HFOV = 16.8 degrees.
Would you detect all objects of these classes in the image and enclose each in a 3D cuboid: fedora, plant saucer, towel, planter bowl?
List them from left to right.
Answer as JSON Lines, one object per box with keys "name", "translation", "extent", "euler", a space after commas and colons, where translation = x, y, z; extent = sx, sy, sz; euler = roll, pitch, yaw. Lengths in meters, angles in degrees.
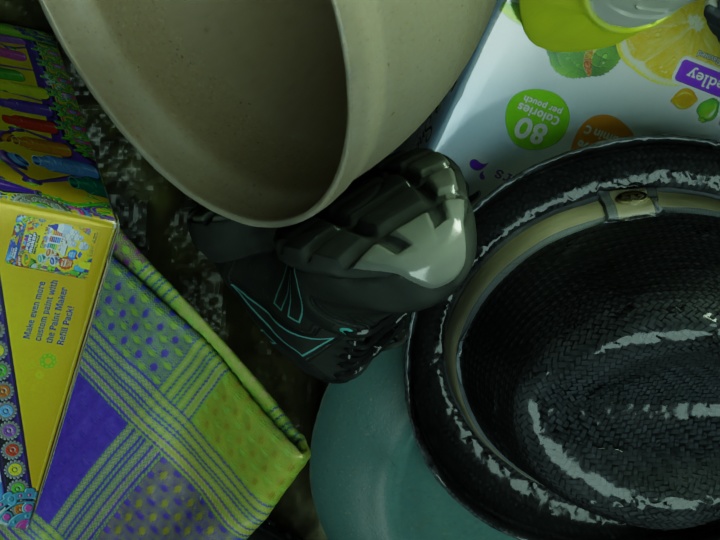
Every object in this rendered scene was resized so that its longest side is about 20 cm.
{"name": "towel", "translation": [-0.124, 0.094, 0.988], "extent": [0.144, 0.023, 0.200], "euler": [47, 111, 11]}
{"name": "planter bowl", "translation": [-0.021, -0.134, 0.892], "extent": [0.135, 0.200, 0.201], "euler": [-31, 121, -30]}
{"name": "plant saucer", "translation": [0.079, 0.082, 1.033], "extent": [0.199, 0.036, 0.201], "euler": [-5, 118, -10]}
{"name": "fedora", "translation": [0.120, 0.045, 0.944], "extent": [0.200, 0.092, 0.201], "euler": [-3, 109, -7]}

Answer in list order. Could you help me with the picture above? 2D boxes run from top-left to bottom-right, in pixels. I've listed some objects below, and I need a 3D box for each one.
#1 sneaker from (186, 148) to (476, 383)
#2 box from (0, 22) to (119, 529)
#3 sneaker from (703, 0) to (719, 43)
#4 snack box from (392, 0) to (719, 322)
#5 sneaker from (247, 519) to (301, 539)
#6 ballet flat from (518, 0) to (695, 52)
{"name": "sneaker", "translation": [0.000, 0.000, 0.929], "extent": [0.075, 0.200, 0.079], "euler": [-30, 105, -16]}
{"name": "box", "translation": [-0.205, -0.022, 0.874], "extent": [0.192, 0.200, 0.122], "euler": [12, 111, -18]}
{"name": "sneaker", "translation": [0.192, -0.091, 0.923], "extent": [0.080, 0.077, 0.200], "euler": [-61, 156, -6]}
{"name": "snack box", "translation": [0.092, -0.051, 1.018], "extent": [0.142, 0.053, 0.200], "euler": [19, 109, -20]}
{"name": "sneaker", "translation": [-0.059, 0.132, 1.057], "extent": [0.087, 0.076, 0.201], "euler": [-31, 110, -37]}
{"name": "ballet flat", "translation": [0.117, -0.138, 0.879], "extent": [0.067, 0.067, 0.200], "euler": [3, 136, -30]}
